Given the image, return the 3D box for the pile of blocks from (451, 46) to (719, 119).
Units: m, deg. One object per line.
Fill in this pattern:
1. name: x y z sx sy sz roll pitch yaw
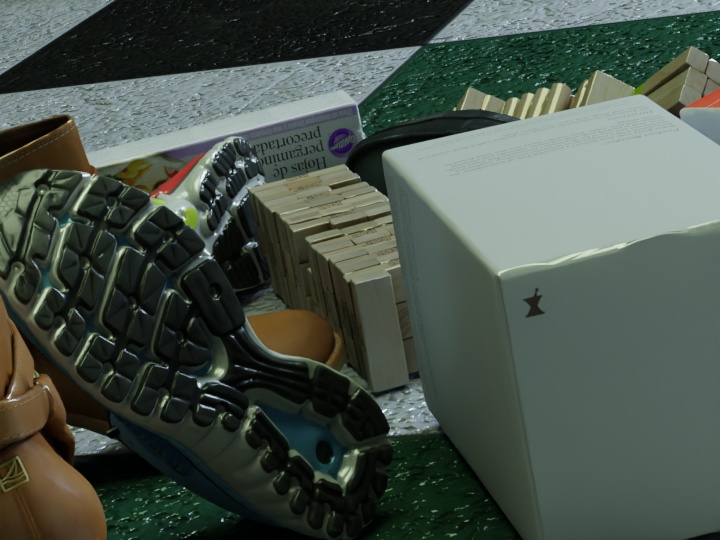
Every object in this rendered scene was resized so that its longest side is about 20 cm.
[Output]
1. pile of blocks: 0.119 -0.056 1.445 0.199 0.082 0.062 -7 51 40

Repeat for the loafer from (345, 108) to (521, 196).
1. loafer: 0.070 -0.042 1.394 0.200 0.068 0.070 5 14 35

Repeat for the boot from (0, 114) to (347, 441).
1. boot: -0.110 0.005 1.210 0.199 0.156 0.077 -15 17 -12

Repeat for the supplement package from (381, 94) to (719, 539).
1. supplement package: 0.093 0.018 1.094 0.121 0.120 0.200 -12 17 -8

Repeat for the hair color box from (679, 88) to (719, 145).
1. hair color box: 0.235 -0.022 1.146 0.199 0.111 0.064 6 24 43

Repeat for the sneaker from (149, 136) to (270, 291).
1. sneaker: -0.106 -0.011 1.408 0.085 0.077 0.200 -9 16 28

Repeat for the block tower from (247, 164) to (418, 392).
1. block tower: 0.000 0.000 1.330 0.058 0.054 0.200 -15 18 -11

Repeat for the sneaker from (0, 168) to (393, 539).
1. sneaker: -0.082 0.042 1.075 0.090 0.200 0.079 -12 42 48

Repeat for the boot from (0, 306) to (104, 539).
1. boot: -0.147 0.063 1.017 0.076 0.156 0.200 -23 20 -11

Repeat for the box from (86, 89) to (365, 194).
1. box: -0.097 -0.059 1.612 0.199 0.039 0.041 -15 19 -10
